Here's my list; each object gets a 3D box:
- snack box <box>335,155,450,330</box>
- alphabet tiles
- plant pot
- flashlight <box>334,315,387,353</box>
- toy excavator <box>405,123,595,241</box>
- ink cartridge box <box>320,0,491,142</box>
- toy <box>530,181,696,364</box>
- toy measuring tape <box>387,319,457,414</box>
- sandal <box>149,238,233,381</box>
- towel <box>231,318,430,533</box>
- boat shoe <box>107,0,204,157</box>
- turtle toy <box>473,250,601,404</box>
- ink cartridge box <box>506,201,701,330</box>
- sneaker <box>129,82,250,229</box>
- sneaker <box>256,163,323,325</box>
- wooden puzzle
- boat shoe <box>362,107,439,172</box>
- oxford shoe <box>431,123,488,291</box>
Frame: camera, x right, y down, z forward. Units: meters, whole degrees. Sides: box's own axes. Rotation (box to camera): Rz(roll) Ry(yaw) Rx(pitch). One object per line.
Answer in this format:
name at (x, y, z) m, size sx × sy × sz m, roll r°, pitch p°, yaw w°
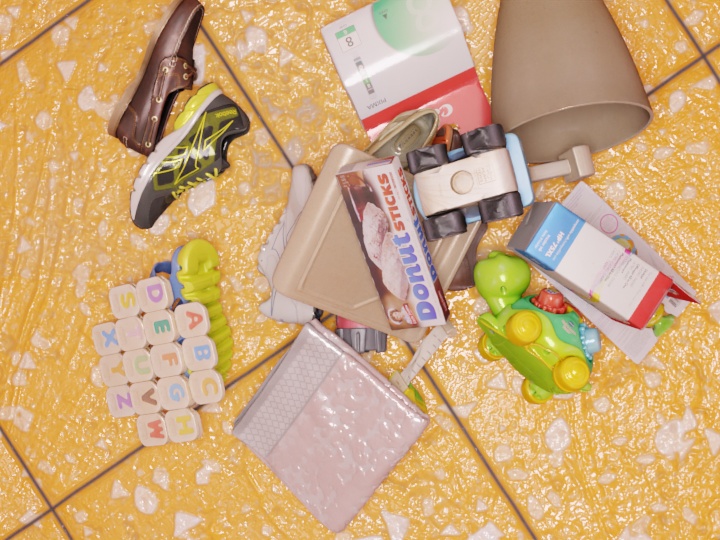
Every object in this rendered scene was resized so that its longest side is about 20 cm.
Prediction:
snack box at (0.038, -0.027, 1.171) m, size 0.071 × 0.024 × 0.202 m, roll -8°, pitch 116°, yaw 26°
alphabet tiles at (-0.251, 0.112, 1.278) m, size 0.194 × 0.015 × 0.203 m, roll -11°, pitch 91°, yaw 33°
plant pot at (0.227, -0.252, 1.224) m, size 0.185 × 0.187 × 0.203 m, roll -10°, pitch 77°, yaw 3°
flashlight at (0.000, 0.000, 1.287) m, size 0.067 × 0.067 × 0.203 m, roll -2°, pitch 86°, yaw 41°
toy excavator at (0.162, -0.106, 1.187) m, size 0.192 × 0.200 × 0.101 m, roll -16°, pitch 89°, yaw 16°
ink cartridge box at (0.061, -0.235, 1.287) m, size 0.159 × 0.050 × 0.202 m, roll -24°, pitch 87°, yaw 3°
toy at (0.297, 0.003, 1.276) m, size 0.200 × 0.047 × 0.115 m, roll 42°, pitch 87°, yaw -3°
toy measuring tape at (0.068, 0.145, 1.269) m, size 0.073 × 0.074 × 0.201 m, roll 37°, pitch 109°, yaw 2°
sandal at (-0.212, 0.062, 1.301) m, size 0.086 × 0.079 × 0.203 m, roll 0°, pitch 96°, yaw 34°
towel at (-0.042, 0.188, 1.263) m, size 0.191 × 0.032 × 0.201 m, roll 41°, pitch 115°, yaw 9°
boat shoe at (-0.236, -0.237, 1.294) m, size 0.070 × 0.070 × 0.202 m, roll 30°, pitch 101°, yaw 9°
turtle toy at (0.205, 0.067, 1.246) m, size 0.200 × 0.146 × 0.101 m, roll 45°, pitch 71°, yaw 1°
ink cartridge box at (0.272, 0.003, 1.191) m, size 0.199 × 0.116 × 0.068 m, roll 34°, pitch 92°, yaw -4°
sneaker at (-0.209, -0.130, 1.290) m, size 0.084 × 0.074 × 0.201 m, roll 33°, pitch 92°, yaw 2°
sneaker at (-0.085, -0.030, 1.288) m, size 0.086 × 0.074 × 0.203 m, roll 3°, pitch 90°, yaw 9°
wooden puzzle at (0.019, -0.029, 1.218) m, size 0.198 × 0.037 × 0.187 m, roll 22°, pitch 102°, yaw -20°
boat shoe at (0.021, -0.111, 1.240) m, size 0.073 × 0.063 × 0.201 m, roll 44°, pitch 77°, yaw -9°
oxford shoe at (0.116, -0.076, 1.283) m, size 0.072 × 0.071 × 0.203 m, roll 0°, pitch 97°, yaw -14°
